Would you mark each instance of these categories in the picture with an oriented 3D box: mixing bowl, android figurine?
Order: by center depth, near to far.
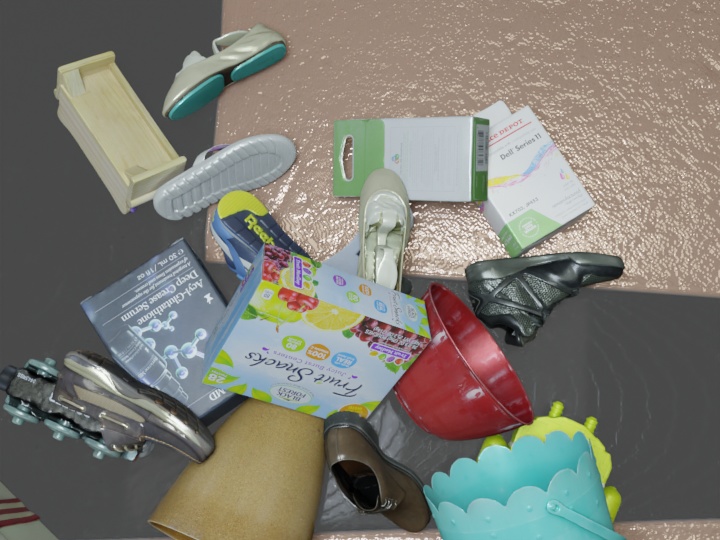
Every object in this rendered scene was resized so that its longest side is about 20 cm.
[{"bbox_3d":[0.105,0.126,0.975,0.108,0.200,0.201,-38,80,15],"label":"mixing bowl"},{"bbox_3d":[0.229,0.263,1.006,0.181,0.041,0.201,22,81,6],"label":"android figurine"}]

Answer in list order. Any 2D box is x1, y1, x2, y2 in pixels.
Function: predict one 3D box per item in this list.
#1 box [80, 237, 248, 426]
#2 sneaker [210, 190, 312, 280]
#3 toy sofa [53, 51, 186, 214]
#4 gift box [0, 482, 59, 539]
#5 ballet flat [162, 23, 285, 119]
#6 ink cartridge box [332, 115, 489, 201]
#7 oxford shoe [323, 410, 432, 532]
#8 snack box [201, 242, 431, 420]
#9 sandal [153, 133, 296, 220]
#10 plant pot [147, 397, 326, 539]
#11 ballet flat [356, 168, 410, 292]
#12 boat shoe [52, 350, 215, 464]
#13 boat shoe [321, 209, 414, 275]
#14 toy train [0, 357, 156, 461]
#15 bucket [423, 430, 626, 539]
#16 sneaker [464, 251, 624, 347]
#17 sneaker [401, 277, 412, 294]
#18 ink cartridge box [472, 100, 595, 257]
[{"bbox_3d":[-0.221,0.090,1.013,0.148,0.107,0.200,-34,80,-7],"label":"box"},{"bbox_3d":[-0.121,-0.009,1.057,0.074,0.082,0.200,-40,98,-35],"label":"sneaker"},{"bbox_3d":[-0.322,-0.182,1.094,0.083,0.098,0.200,-30,78,-31],"label":"toy sofa"},{"bbox_3d":[-0.468,0.351,0.917,0.184,0.187,0.200,36,79,8],"label":"gift box"},{"bbox_3d":[-0.193,-0.274,1.098,0.200,0.070,0.070,-35,80,-21],"label":"ballet flat"},{"bbox_3d":[0.063,-0.143,1.054,0.199,0.059,0.104,4,98,29],"label":"ink cartridge box"},{"bbox_3d":[0.018,0.258,0.952,0.072,0.085,0.200,-29,121,22],"label":"oxford shoe"},{"bbox_3d":[-0.050,0.078,0.899,0.199,0.169,0.068,22,36,-20],"label":"snack box"},{"bbox_3d":[-0.184,-0.136,1.083,0.202,0.083,0.050,-24,53,-6],"label":"sandal"},{"bbox_3d":[-0.117,0.242,0.959,0.186,0.187,0.201,23,64,5],"label":"plant pot"},{"bbox_3d":[0.030,-0.034,0.984,0.069,0.069,0.201,4,78,1],"label":"ballet flat"},{"bbox_3d":[-0.254,0.164,0.911,0.199,0.074,0.074,30,88,11],"label":"boat shoe"},{"bbox_3d":[0.000,0.000,1.049,0.200,0.065,0.074,-43,66,-12],"label":"boat shoe"},{"bbox_3d":[-0.338,0.170,0.992,0.199,0.114,0.086,22,73,3],"label":"toy train"},{"bbox_3d":[0.180,0.273,0.890,0.206,0.207,0.135,-19,90,-4],"label":"bucket"},{"bbox_3d":[0.239,0.036,1.040,0.198,0.076,0.115,-8,80,2],"label":"sneaker"},{"bbox_3d":[0.006,0.097,1.036,0.091,0.076,0.200,40,84,-4],"label":"sneaker"},{"bbox_3d":[0.200,-0.132,1.078,0.117,0.067,0.201,-31,79,-5],"label":"ink cartridge box"}]
